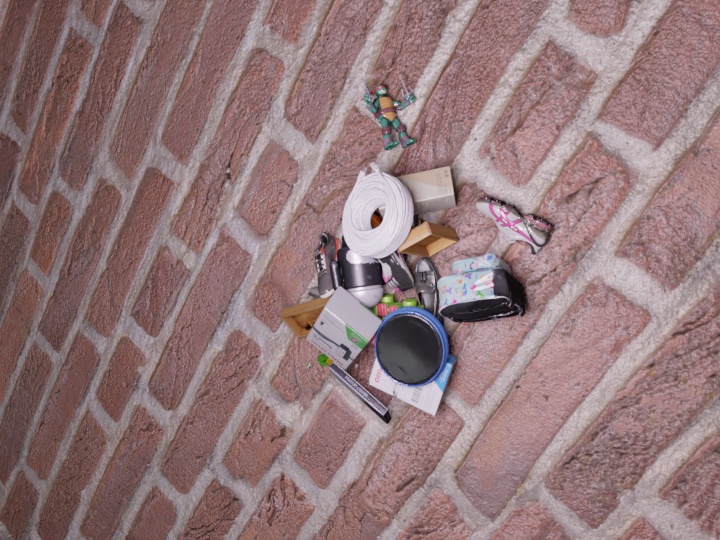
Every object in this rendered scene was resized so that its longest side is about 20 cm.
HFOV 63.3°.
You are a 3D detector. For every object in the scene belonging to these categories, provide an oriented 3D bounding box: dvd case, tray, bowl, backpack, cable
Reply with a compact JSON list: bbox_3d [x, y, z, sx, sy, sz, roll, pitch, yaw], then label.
[{"bbox_3d":[0.001,0.341,1.620,0.198,0.151,0.025,39,77,19],"label":"dvd case"},{"bbox_3d":[0.169,-0.076,1.465,0.097,0.198,0.038,-28,74,25],"label":"tray"},{"bbox_3d":[-0.129,0.133,1.678,0.196,0.038,0.099,-16,127,36],"label":"tray"},{"bbox_3d":[0.126,0.196,1.479,0.194,0.039,0.209,2,97,19],"label":"bowl"},{"bbox_3d":[0.286,0.053,1.433,0.196,0.176,0.156,-21,63,31],"label":"backpack"},{"bbox_3d":[0.038,-0.132,1.411,0.200,0.068,0.203,46,109,39],"label":"cable"}]

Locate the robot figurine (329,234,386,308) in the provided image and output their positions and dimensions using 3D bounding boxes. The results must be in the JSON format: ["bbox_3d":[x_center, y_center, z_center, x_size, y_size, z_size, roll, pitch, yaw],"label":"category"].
[{"bbox_3d":[-0.002,0.000,1.560,0.145,0.125,0.208,-7,88,7],"label":"robot figurine"}]

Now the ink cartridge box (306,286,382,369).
[{"bbox_3d":[-0.048,0.157,1.541,0.145,0.084,0.201,36,145,2],"label":"ink cartridge box"}]

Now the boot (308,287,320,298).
[{"bbox_3d":[-0.055,0.021,1.673,0.193,0.067,0.136,2,88,21],"label":"boot"}]

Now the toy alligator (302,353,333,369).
[{"bbox_3d":[-0.081,0.255,1.705,0.197,0.060,0.054,-31,121,25],"label":"toy alligator"}]

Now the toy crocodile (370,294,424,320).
[{"bbox_3d":[0.094,0.108,1.564,0.195,0.061,0.070,8,103,40],"label":"toy crocodile"}]

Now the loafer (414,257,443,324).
[{"bbox_3d":[0.180,0.068,1.547,0.070,0.062,0.208,-10,89,27],"label":"loafer"}]

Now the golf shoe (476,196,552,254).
[{"bbox_3d":[0.364,-0.114,1.434,0.197,0.072,0.094,30,108,22],"label":"golf shoe"}]

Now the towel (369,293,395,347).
[{"bbox_3d":[0.089,0.175,1.626,0.199,0.022,0.147,42,110,19],"label":"towel"}]

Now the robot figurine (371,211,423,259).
[{"bbox_3d":[0.081,-0.125,1.586,0.199,0.058,0.147,43,113,18],"label":"robot figurine"}]

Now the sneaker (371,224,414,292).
[{"bbox_3d":[0.089,-0.036,1.524,0.078,0.088,0.203,-9,128,32],"label":"sneaker"}]

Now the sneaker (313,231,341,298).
[{"bbox_3d":[-0.106,-0.018,1.628,0.076,0.081,0.205,-25,47,30],"label":"sneaker"}]

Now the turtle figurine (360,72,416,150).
[{"bbox_3d":[0.076,-0.426,1.548,0.145,0.101,0.207,-17,87,-15],"label":"turtle figurine"}]

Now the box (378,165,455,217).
[{"bbox_3d":[0.142,-0.195,1.496,0.193,0.095,0.081,-9,75,9],"label":"box"}]

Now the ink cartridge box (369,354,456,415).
[{"bbox_3d":[0.138,0.265,1.550,0.195,0.083,0.150,22,105,16],"label":"ink cartridge box"}]
